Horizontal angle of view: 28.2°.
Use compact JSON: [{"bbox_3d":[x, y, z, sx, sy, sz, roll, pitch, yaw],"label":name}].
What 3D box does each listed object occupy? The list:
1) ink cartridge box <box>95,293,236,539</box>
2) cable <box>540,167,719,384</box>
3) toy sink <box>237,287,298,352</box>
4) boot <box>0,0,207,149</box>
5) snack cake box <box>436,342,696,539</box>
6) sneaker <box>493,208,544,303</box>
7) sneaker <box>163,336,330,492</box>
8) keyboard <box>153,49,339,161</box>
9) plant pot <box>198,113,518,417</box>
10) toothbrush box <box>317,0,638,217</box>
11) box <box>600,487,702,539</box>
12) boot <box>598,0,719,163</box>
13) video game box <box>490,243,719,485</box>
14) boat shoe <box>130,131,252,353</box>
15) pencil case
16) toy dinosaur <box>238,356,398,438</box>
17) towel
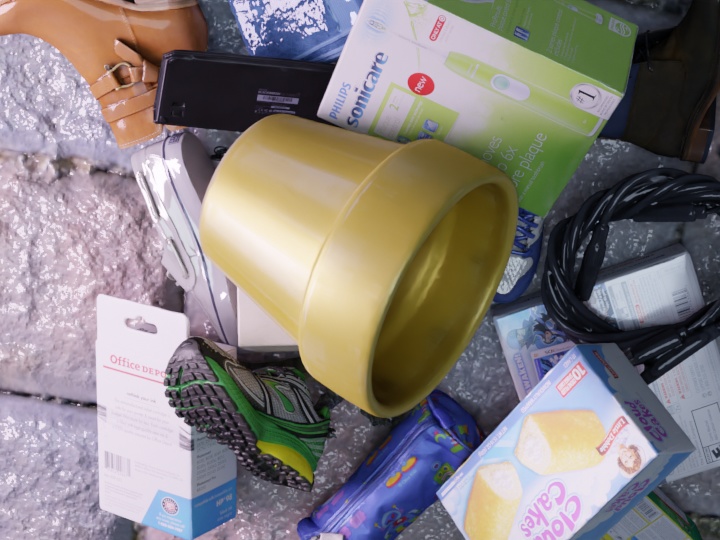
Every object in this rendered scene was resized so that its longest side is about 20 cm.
[{"bbox_3d":[-0.170,0.120,1.259,0.115,0.066,0.203,12,107,34],"label":"ink cartridge box"},{"bbox_3d":[0.253,-0.006,1.212,0.199,0.051,0.164,-37,94,13],"label":"cable"},{"bbox_3d":[0.000,0.000,1.212,0.197,0.112,0.132,-3,84,5],"label":"toy sink"},{"bbox_3d":[-0.225,-0.178,1.212,0.198,0.074,0.156,-12,107,7],"label":"boot"},{"bbox_3d":[0.168,0.169,1.200,0.200,0.067,0.115,-51,58,28],"label":"snack cake box"},{"bbox_3d":[0.129,-0.064,1.220,0.074,0.088,0.202,6,105,-1],"label":"sneaker"},{"bbox_3d":[-0.094,0.108,1.204,0.077,0.086,0.200,4,151,33],"label":"sneaker"},{"bbox_3d":[-0.075,-0.131,1.207,0.197,0.021,0.128,4,136,-15],"label":"keyboard"},{"bbox_3d":[-0.010,-0.022,1.072,0.188,0.200,0.203,30,105,24],"label":"plant pot"},{"bbox_3d":[0.087,-0.150,1.082,0.198,0.087,0.146,25,138,-4],"label":"toothbrush box"},{"bbox_3d":[0.200,0.269,1.295,0.199,0.049,0.117,-39,120,15],"label":"box"},{"bbox_3d":[0.249,-0.172,1.169,0.096,0.075,0.201,7,134,9],"label":"boot"},{"bbox_3d":[0.231,0.100,1.278,0.180,0.047,0.202,-19,102,4],"label":"video game box"},{"bbox_3d":[-0.144,-0.018,1.250,0.065,0.072,0.202,-14,108,20],"label":"boat shoe"},{"bbox_3d":[0.025,0.198,1.289,0.200,0.087,0.078,-46,65,10],"label":"pencil case"},{"bbox_3d":[-0.014,0.103,1.290,0.198,0.047,0.089,-10,100,9],"label":"toy dinosaur"},{"bbox_3d":[-0.021,-0.231,1.159,0.198,0.048,0.113,-16,102,36],"label":"towel"}]
